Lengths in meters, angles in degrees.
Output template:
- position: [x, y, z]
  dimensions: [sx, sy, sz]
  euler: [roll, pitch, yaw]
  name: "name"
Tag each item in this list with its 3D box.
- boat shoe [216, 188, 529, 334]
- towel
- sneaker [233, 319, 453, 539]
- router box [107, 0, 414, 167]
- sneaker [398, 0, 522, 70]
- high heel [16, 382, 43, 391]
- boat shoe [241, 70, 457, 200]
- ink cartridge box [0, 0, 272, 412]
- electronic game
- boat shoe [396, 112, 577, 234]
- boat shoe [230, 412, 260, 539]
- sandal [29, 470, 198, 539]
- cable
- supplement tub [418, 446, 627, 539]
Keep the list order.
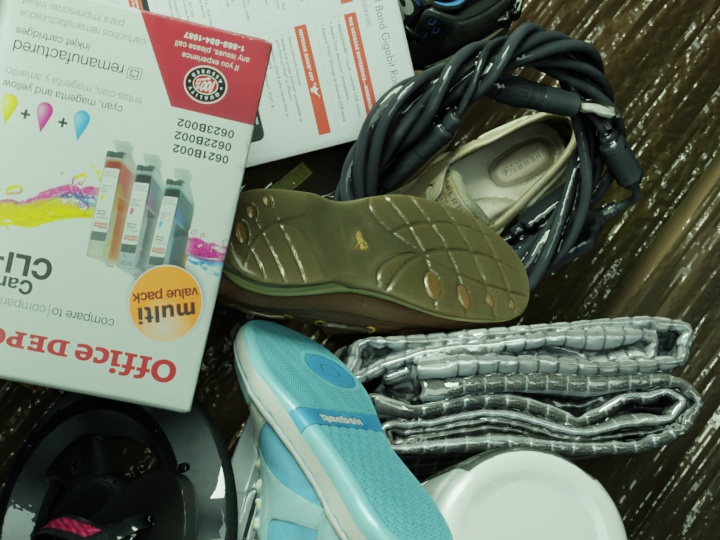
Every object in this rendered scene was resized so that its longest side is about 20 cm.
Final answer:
- position: [0.000, 0.000, 1.249]
  dimensions: [0.199, 0.068, 0.072]
  euler: [7, 62, -27]
  name: "boat shoe"
- position: [0.084, 0.077, 1.303]
  dimensions: [0.199, 0.166, 0.086]
  euler: [-4, 86, -7]
  name: "towel"
- position: [-0.040, 0.127, 1.186]
  dimensions: [0.079, 0.131, 0.200]
  euler: [14, 29, -37]
  name: "sneaker"
- position: [-0.072, -0.161, 1.287]
  dimensions: [0.178, 0.049, 0.201]
  euler: [-14, 98, -9]
  name: "router box"
- position: [0.003, -0.152, 1.368]
  dimensions: [0.199, 0.112, 0.073]
  euler: [-20, 79, -11]
  name: "sneaker"
- position: [-0.266, 0.053, 1.280]
  dimensions: [0.199, 0.143, 0.071]
  euler: [-30, 40, -20]
  name: "high heel"
- position: [-0.027, -0.052, 1.362]
  dimensions: [0.199, 0.076, 0.072]
  euler: [-32, 78, -13]
  name: "boat shoe"
- position: [-0.150, -0.040, 1.178]
  dimensions: [0.144, 0.145, 0.201]
  euler: [12, 93, -19]
  name: "ink cartridge box"
- position: [-0.144, 0.156, 1.262]
  dimensions: [0.042, 0.199, 0.201]
  euler: [20, 71, -46]
  name: "electronic game"
- position: [0.052, -0.037, 1.373]
  dimensions: [0.199, 0.065, 0.072]
  euler: [-33, 83, -12]
  name: "boat shoe"
- position: [-0.046, 0.166, 1.249]
  dimensions: [0.070, 0.072, 0.201]
  euler: [8, 79, 9]
  name: "boat shoe"
- position: [-0.163, 0.171, 1.214]
  dimensions: [0.045, 0.200, 0.075]
  euler: [21, 46, -45]
  name: "sandal"
- position: [0.068, -0.051, 1.294]
  dimensions: [0.199, 0.051, 0.164]
  euler: [-27, 126, -8]
  name: "cable"
- position: [0.060, 0.173, 1.252]
  dimensions: [0.122, 0.200, 0.123]
  euler: [5, 74, -17]
  name: "supplement tub"
